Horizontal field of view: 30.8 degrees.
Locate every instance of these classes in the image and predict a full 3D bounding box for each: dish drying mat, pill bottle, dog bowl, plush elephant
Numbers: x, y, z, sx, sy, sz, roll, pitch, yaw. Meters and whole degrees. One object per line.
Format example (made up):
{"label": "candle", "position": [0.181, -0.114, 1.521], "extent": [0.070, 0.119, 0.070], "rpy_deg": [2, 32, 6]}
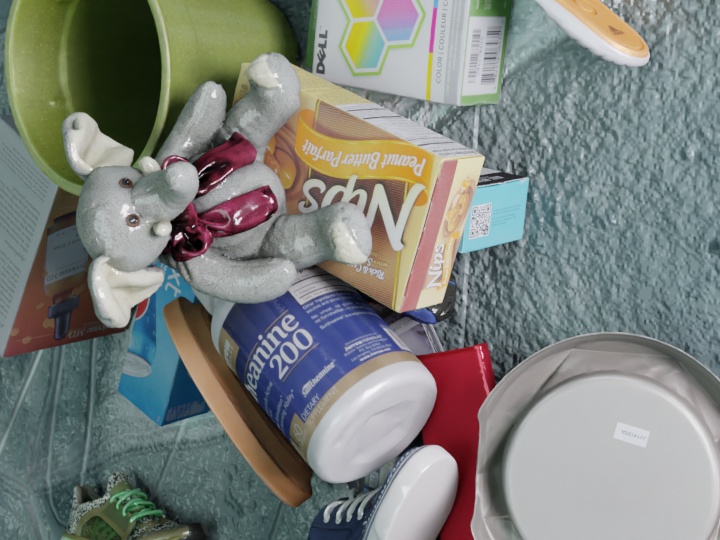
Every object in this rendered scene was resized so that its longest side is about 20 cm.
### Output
{"label": "dish drying mat", "position": [0.083, 0.157, 0.962], "extent": [0.077, 0.018, 0.201], "rpy_deg": [-13, 86, 40]}
{"label": "pill bottle", "position": [-0.043, 0.054, 0.985], "extent": [0.200, 0.111, 0.111], "rpy_deg": [47, 124, 31]}
{"label": "dog bowl", "position": [0.171, 0.141, 0.888], "extent": [0.199, 0.059, 0.201], "rpy_deg": [0, 90, 12]}
{"label": "plush elephant", "position": [-0.124, -0.046, 0.897], "extent": [0.199, 0.155, 0.165], "rpy_deg": [-25, 80, 33]}

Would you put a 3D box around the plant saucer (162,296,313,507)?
{"label": "plant saucer", "position": [-0.096, 0.105, 1.088], "extent": [0.032, 0.200, 0.201], "rpy_deg": [-33, 72, 0]}

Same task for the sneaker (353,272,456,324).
{"label": "sneaker", "position": [0.000, 0.000, 1.059], "extent": [0.200, 0.075, 0.079], "rpy_deg": [29, 126, 40]}

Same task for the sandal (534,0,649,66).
{"label": "sandal", "position": [0.130, -0.221, 0.904], "extent": [0.207, 0.079, 0.059], "rpy_deg": [42, 121, 17]}

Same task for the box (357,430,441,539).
{"label": "box", "position": [0.068, 0.220, 1.022], "extent": [0.161, 0.049, 0.201], "rpy_deg": [19, 107, 38]}

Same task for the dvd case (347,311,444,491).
{"label": "dvd case", "position": [0.036, 0.143, 1.078], "extent": [0.148, 0.016, 0.201], "rpy_deg": [-32, 76, 39]}

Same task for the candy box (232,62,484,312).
{"label": "candy box", "position": [-0.015, -0.065, 0.952], "extent": [0.200, 0.055, 0.116], "rpy_deg": [29, 116, 32]}

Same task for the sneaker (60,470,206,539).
{"label": "sneaker", "position": [-0.233, 0.244, 1.291], "extent": [0.199, 0.077, 0.089], "rpy_deg": [-9, 83, 39]}

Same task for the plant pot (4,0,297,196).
{"label": "plant pot", "position": [-0.155, -0.166, 1.074], "extent": [0.199, 0.190, 0.201], "rpy_deg": [7, 101, 39]}

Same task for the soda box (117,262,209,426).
{"label": "soda box", "position": [-0.159, 0.038, 1.195], "extent": [0.068, 0.064, 0.201], "rpy_deg": [33, 116, 32]}

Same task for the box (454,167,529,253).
{"label": "box", "position": [0.024, -0.063, 1.011], "extent": [0.199, 0.082, 0.049], "rpy_deg": [17, 109, 38]}

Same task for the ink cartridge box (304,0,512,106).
{"label": "ink cartridge box", "position": [0.018, -0.193, 1.008], "extent": [0.199, 0.059, 0.104], "rpy_deg": [17, 108, 37]}

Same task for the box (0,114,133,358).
{"label": "box", "position": [-0.277, -0.038, 1.223], "extent": [0.106, 0.152, 0.201], "rpy_deg": [41, 122, 27]}

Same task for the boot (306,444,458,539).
{"label": "boot", "position": [0.005, 0.191, 0.985], "extent": [0.090, 0.073, 0.201], "rpy_deg": [41, 128, 34]}
